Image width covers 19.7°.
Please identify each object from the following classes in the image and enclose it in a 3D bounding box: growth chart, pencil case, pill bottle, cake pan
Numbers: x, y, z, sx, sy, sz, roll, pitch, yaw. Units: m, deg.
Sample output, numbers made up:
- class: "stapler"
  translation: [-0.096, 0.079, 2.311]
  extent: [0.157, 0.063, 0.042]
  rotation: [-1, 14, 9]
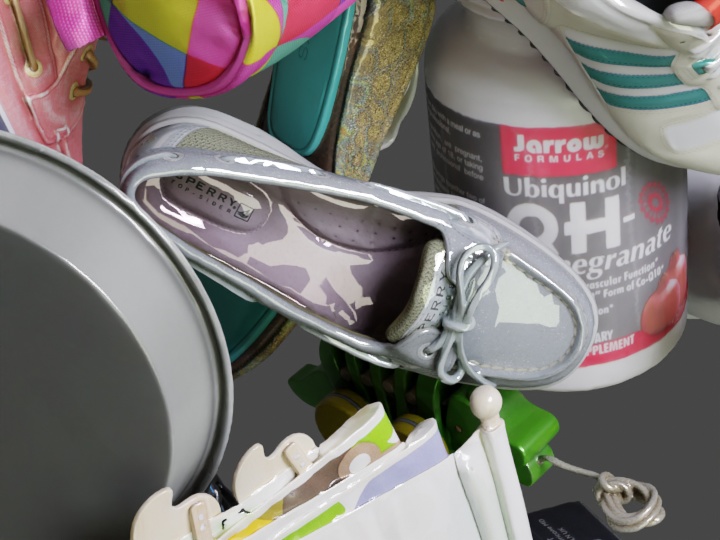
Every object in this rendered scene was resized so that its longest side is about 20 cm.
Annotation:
- class: "growth chart"
  translation: [-0.012, 0.122, 0.796]
  extent: [0.199, 0.018, 0.146]
  rotation: [-21, 116, -25]
- class: "pencil case"
  translation: [-0.019, -0.135, 0.755]
  extent: [0.200, 0.088, 0.089]
  rotation: [-38, 135, -41]
- class: "pill bottle"
  translation: [0.084, -0.058, 0.883]
  extent: [0.110, 0.111, 0.201]
  rotation: [-20, 125, -20]
- class: "cake pan"
  translation: [-0.147, 0.041, 0.774]
  extent: [0.199, 0.037, 0.201]
  rotation: [7, 122, 11]

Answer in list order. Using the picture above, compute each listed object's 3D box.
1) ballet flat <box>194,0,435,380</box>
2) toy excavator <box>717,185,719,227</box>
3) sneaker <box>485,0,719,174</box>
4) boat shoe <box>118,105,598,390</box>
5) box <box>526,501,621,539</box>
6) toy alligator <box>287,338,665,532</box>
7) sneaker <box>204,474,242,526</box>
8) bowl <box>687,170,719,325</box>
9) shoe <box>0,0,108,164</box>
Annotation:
- class: "ballet flat"
  translation: [-0.017, -0.043, 0.865]
  extent: [0.070, 0.071, 0.201]
  rotation: [6, 113, -33]
- class: "toy excavator"
  translation: [0.255, -0.006, 0.896]
  extent: [0.199, 0.195, 0.100]
  rotation: [-7, 125, 6]
- class: "sneaker"
  translation: [0.118, -0.090, 0.764]
  extent: [0.199, 0.093, 0.071]
  rotation: [36, 81, -34]
- class: "boat shoe"
  translation: [0.000, -0.002, 0.806]
  extent: [0.201, 0.065, 0.075]
  rotation: [26, 105, -10]
- class: "box"
  translation: [0.048, 0.243, 1.031]
  extent: [0.199, 0.117, 0.198]
  rotation: [-11, 121, -27]
- class: "toy alligator"
  translation: [0.041, 0.055, 0.873]
  extent: [0.059, 0.199, 0.055]
  rotation: [-39, 130, -34]
- class: "sneaker"
  translation: [-0.083, 0.103, 0.899]
  extent: [0.200, 0.073, 0.082]
  rotation: [29, 101, -39]
- class: "bowl"
  translation: [0.209, -0.049, 0.978]
  extent: [0.200, 0.090, 0.202]
  rotation: [-15, 124, -24]
- class: "shoe"
  translation: [-0.117, -0.084, 0.773]
  extent: [0.091, 0.071, 0.201]
  rotation: [-28, 124, -10]
